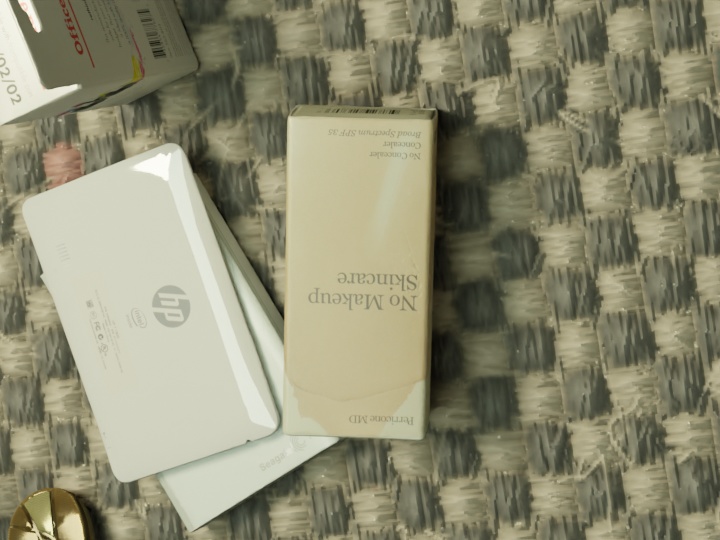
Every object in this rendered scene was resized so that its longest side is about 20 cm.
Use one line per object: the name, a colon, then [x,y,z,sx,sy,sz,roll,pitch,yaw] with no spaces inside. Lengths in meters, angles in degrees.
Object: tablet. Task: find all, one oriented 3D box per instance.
tablet: [-0.138,0.029,1.693,0.130,0.014,0.200,-20,90,24]

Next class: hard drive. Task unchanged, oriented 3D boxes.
hard drive: [-0.110,0.055,1.707,0.132,0.026,0.200,-33,84,24]

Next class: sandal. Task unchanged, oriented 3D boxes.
sandal: [-0.204,0.249,1.767,0.080,0.054,0.200,-2,83,18]

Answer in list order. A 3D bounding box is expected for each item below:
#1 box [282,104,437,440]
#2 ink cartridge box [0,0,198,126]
box: [0.000,0.000,1.609,0.095,0.078,0.200,0,99,3]
ink cartridge box: [-0.191,-0.159,1.612,0.068,0.200,0.115,-23,88,25]
